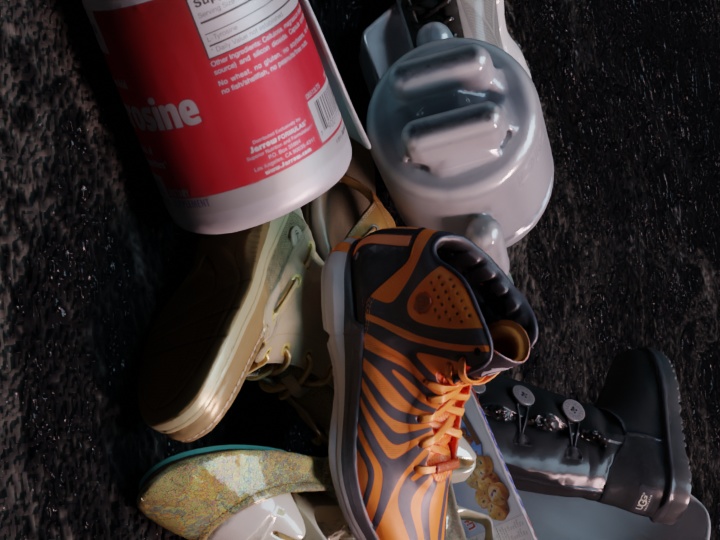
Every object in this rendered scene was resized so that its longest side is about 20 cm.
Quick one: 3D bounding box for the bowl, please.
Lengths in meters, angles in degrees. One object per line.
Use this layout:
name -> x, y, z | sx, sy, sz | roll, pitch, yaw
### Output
bowl -> 0.128, 0.190, 1.346 | 0.075, 0.199, 0.200 | -64, 173, 31

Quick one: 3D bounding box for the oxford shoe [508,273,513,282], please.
oxford shoe -> 0.076, 0.021, 1.399 | 0.200, 0.057, 0.076 | 1, 79, -64

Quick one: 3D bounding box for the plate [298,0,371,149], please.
plate -> -0.045, -0.161, 1.189 | 0.200, 0.025, 0.202 | -24, 90, -89

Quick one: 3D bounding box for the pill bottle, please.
pill bottle -> -0.087, -0.131, 1.075 | 0.112, 0.111, 0.201 | -53, 127, -54

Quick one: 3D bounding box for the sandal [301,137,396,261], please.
sandal -> 0.000, 0.000, 1.261 | 0.080, 0.054, 0.202 | 29, 57, -57

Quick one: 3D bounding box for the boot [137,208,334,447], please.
boot -> -0.045, 0.057, 1.124 | 0.156, 0.072, 0.201 | 53, 31, -27

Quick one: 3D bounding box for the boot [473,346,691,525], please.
boot -> 0.122, 0.093, 1.365 | 0.165, 0.198, 0.066 | -95, -160, -57

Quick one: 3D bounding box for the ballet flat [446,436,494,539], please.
ballet flat -> 0.046, 0.140, 1.198 | 0.068, 0.062, 0.202 | 117, -30, -59

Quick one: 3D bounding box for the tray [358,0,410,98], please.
tray -> 0.046, -0.153, 1.433 | 0.200, 0.022, 0.108 | -48, 123, -56

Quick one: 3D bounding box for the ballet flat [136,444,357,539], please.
ballet flat -> -0.041, 0.136, 1.100 | 0.199, 0.070, 0.071 | 9, 73, -55

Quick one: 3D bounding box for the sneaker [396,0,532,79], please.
sneaker -> 0.065, -0.169, 1.376 | 0.201, 0.073, 0.080 | 64, 37, -29

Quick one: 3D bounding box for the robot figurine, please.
robot figurine -> 0.068, -0.078, 1.287 | 0.200, 0.112, 0.171 | 60, 21, -70

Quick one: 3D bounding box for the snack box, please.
snack box -> 0.061, 0.142, 1.233 | 0.024, 0.071, 0.201 | 56, 10, -58

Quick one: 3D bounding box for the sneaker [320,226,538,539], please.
sneaker -> 0.043, 0.075, 1.090 | 0.077, 0.111, 0.202 | -16, 98, -56
